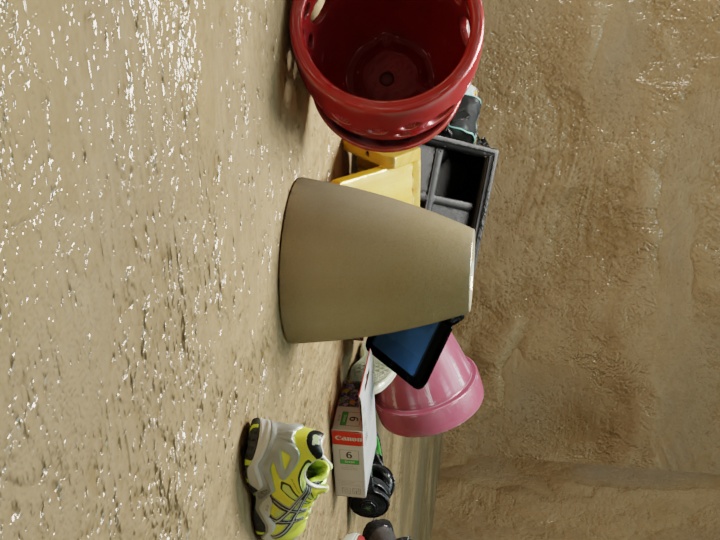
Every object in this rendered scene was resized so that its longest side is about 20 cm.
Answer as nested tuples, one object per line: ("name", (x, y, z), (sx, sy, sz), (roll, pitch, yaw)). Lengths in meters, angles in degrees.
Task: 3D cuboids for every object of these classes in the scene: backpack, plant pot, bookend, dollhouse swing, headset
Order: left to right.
("dollhouse swing", (-0.017, -0.067, 1.488), (0.182, 0.175, 0.201), (29, -54, 52))
("headset", (0.034, 0.364, 1.811), (0.124, 0.093, 0.201), (-50, 136, -76))
("plant pot", (0.026, -0.007, 1.225), (0.187, 0.199, 0.188), (3, 90, -82))
("plant pot", (0.032, -0.233, 1.184), (0.183, 0.199, 0.202), (70, 24, -76))
("bookend", (0.084, -0.106, 1.646), (0.092, 0.199, 0.200), (17, -84, 65))
("plant pot", (0.105, 0.169, 1.967), (0.200, 0.199, 0.180), (-73, 149, -59))
("backpack", (0.122, -0.235, 1.914), (0.200, 0.175, 0.154), (90, 12, -51))

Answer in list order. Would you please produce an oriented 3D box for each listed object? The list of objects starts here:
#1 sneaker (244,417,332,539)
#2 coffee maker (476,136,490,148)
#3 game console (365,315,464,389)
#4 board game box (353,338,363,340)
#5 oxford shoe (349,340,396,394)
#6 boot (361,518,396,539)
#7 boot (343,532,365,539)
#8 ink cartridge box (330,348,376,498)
("sneaker", (-0.067, 0.220, 1.098), (0.200, 0.076, 0.076), (84, 10, -54))
("coffee maker", (0.179, -0.156, 2.296), (0.200, 0.191, 0.135), (86, -6, -50))
("game console", (0.053, 0.048, 1.617), (0.176, 0.116, 0.200), (61, -14, -26))
("board game box", (0.000, 0.000, 1.691), (0.103, 0.019, 0.201), (61, 33, -74))
("oxford shoe", (0.023, 0.164, 1.738), (0.200, 0.075, 0.058), (-74, 165, -75))
("boot", (0.030, 0.510, 1.745), (0.132, 0.069, 0.201), (-124, -145, -62))
("boot", (0.027, 0.482, 1.637), (0.200, 0.143, 0.073), (-79, 167, -52))
("ink cartridge box", (-0.010, 0.222, 1.602), (0.109, 0.050, 0.201), (-75, 165, -53))
